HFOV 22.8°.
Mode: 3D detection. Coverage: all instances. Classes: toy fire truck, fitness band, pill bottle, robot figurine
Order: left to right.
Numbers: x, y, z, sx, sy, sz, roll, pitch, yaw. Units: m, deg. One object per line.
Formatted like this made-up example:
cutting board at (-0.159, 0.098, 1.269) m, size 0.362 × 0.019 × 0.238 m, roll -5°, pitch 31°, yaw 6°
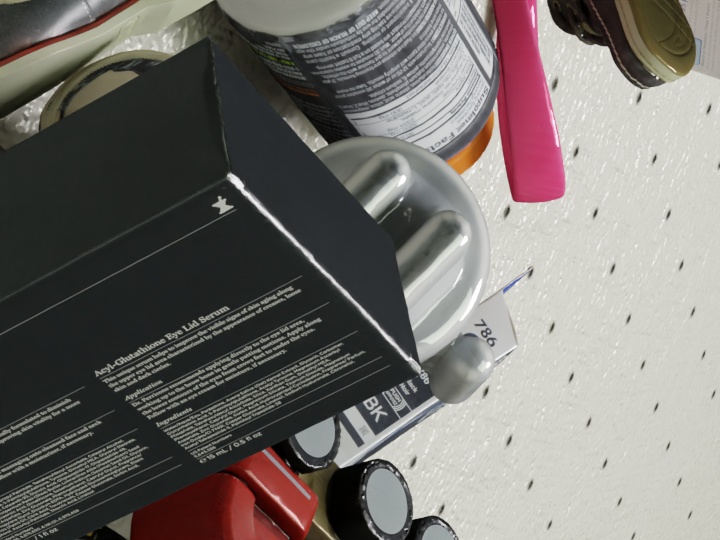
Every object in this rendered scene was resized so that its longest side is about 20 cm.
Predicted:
toy fire truck at (-0.058, 0.185, 0.902) m, size 0.176 × 0.128 × 0.200 m, roll 49°, pitch 40°, yaw -29°
robot figurine at (0.000, 0.000, 0.905) m, size 0.113 × 0.170 × 0.200 m, roll -41°, pitch 176°, yaw -12°
pill bottle at (0.008, -0.117, 0.914) m, size 0.106 × 0.106 × 0.200 m, roll -60°, pitch 151°, yaw -12°
fitness band at (0.095, -0.121, 1.032) m, size 0.200 × 0.037 × 0.144 m, roll -87°, pitch 170°, yaw -66°

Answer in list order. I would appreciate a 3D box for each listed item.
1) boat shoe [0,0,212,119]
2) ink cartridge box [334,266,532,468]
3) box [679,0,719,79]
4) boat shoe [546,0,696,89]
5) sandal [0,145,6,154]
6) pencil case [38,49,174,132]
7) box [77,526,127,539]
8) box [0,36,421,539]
boat shoe at (-0.126, -0.113, 0.733) m, size 0.200 × 0.063 × 0.071 m, roll -33°, pitch -177°, yaw -22°
ink cartridge box at (0.024, 0.074, 1.058) m, size 0.200 × 0.039 × 0.099 m, roll -34°, pitch 172°, yaw -27°
box at (0.218, -0.243, 1.168) m, size 0.101 × 0.112 × 0.201 m, roll -44°, pitch 144°, yaw -38°
boat shoe at (0.143, -0.162, 1.051) m, size 0.066 × 0.201 × 0.072 m, roll -36°, pitch 125°, yaw 23°
sandal at (-0.163, 0.003, 0.760) m, size 0.081 × 0.055 × 0.200 m, roll -11°, pitch 140°, yaw -3°
pencil case at (-0.090, -0.014, 0.801) m, size 0.200 × 0.089 × 0.078 m, roll 92°, pitch -12°, yaw -60°
box at (-0.204, 0.209, 0.850) m, size 0.160 × 0.049 × 0.201 m, roll 17°, pitch 96°, yaw -58°
box at (-0.099, 0.020, 0.692) m, size 0.200 × 0.079 × 0.141 m, roll -26°, pitch 139°, yaw 16°
